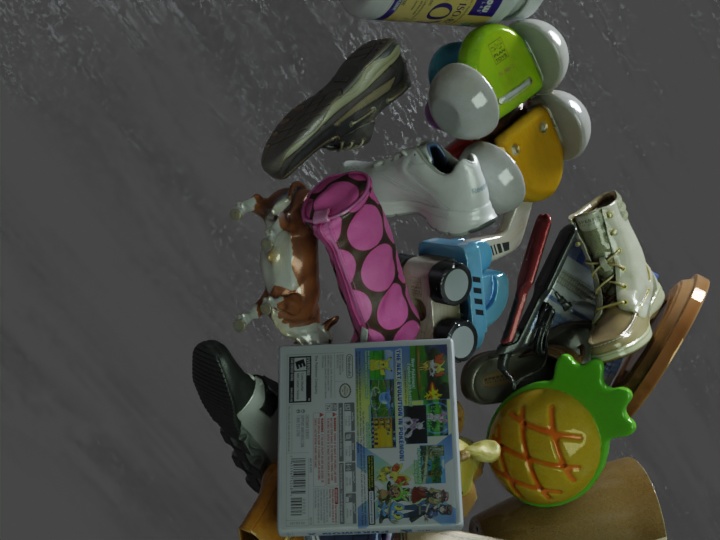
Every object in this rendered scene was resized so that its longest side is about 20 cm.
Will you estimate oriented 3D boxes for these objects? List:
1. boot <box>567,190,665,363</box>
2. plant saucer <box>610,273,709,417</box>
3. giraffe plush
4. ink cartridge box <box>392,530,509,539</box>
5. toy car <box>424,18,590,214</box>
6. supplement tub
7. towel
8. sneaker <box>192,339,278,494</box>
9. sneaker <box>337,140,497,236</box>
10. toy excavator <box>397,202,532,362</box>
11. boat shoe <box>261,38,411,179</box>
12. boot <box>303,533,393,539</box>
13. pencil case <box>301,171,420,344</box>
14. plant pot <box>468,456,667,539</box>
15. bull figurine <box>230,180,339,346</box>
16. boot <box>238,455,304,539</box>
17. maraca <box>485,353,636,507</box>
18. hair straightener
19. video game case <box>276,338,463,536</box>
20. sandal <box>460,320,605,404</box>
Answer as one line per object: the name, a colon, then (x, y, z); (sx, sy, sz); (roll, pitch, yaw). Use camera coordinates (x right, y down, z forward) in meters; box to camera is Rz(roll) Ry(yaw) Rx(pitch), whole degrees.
boot: (0.283, 0.006, 1.600); (0.155, 0.072, 0.200); (66, 31, -15)
plant saucer: (0.347, 0.090, 1.653); (0.032, 0.200, 0.200); (30, 84, 6)
giraffe plush: (0.074, 0.215, 1.539); (0.173, 0.162, 0.200); (-48, 117, -11)
ink cartridge box: (0.088, 0.370, 1.549); (0.165, 0.075, 0.200); (12, 135, -15)
toy car: (0.139, -0.167, 1.503); (0.175, 0.150, 0.200); (-37, 117, -31)
supplement tub: (0.085, -0.328, 1.455); (0.200, 0.145, 0.146); (-1, 100, -26)
towel: (0.269, 0.064, 1.691); (0.147, 0.024, 0.200); (29, 84, -26)
sneaker: (-0.112, 0.139, 1.486); (0.088, 0.074, 0.200); (-38, 127, -24)
sneaker: (0.057, -0.098, 1.459); (0.074, 0.200, 0.087); (-32, 124, -43)
toy excavator: (0.130, -0.009, 1.579); (0.200, 0.100, 0.195); (-15, 106, -38)
boat shoe: (-0.017, -0.160, 1.475); (0.200, 0.074, 0.073); (-44, 115, -12)
boot: (0.011, 0.197, 1.447); (0.073, 0.090, 0.200); (52, 47, -54)
pencil case: (0.000, 0.000, 1.459); (0.094, 0.091, 0.200); (-45, 127, -36)
plant pot: (0.235, 0.323, 1.648); (0.200, 0.186, 0.187); (-5, 102, -10)
bull figurine: (-0.078, 0.008, 1.471); (0.121, 0.065, 0.200); (-13, 99, -58)
boot: (-0.066, 0.274, 1.490); (0.144, 0.071, 0.201); (-58, 145, -27)
maraca: (0.222, 0.182, 1.572); (0.137, 0.107, 0.200); (45, 119, 10)
hair straightener: (0.208, 0.041, 1.579); (0.077, 0.041, 0.200); (18, 86, -18)
video game case: (0.008, 0.166, 1.406); (0.182, 0.022, 0.200); (-3, 63, 3)
sandal: (0.212, 0.112, 1.626); (0.200, 0.055, 0.082); (-10, 101, -24)
